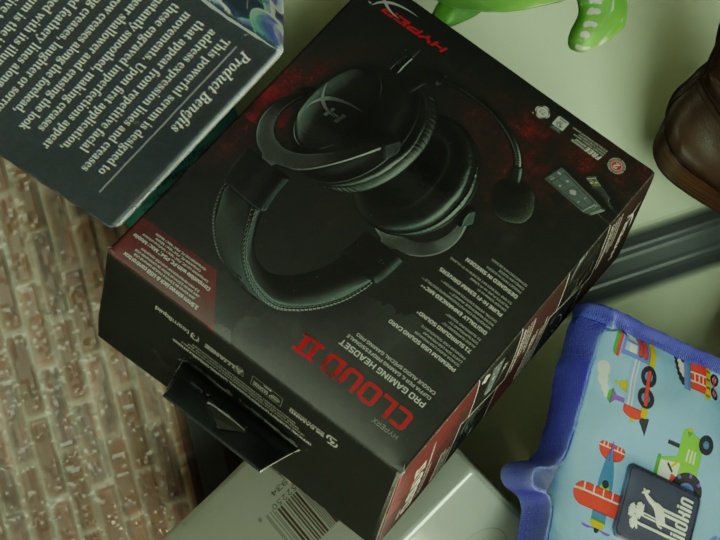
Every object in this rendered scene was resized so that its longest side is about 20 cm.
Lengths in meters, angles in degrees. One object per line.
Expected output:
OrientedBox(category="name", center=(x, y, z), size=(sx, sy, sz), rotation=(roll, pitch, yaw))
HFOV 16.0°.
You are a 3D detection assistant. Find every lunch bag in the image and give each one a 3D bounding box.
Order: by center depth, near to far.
OrientedBox(category="lunch bag", center=(0.126, 0.112, 1.099), size=(0.200, 0.094, 0.151), rotation=(27, 72, -42))

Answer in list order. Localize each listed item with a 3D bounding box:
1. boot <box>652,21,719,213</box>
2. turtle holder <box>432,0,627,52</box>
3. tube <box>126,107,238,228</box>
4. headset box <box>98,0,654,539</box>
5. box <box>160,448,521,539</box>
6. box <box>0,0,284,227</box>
OrientedBox(category="boot", center=(0.221, -0.057, 1.076), size=(0.186, 0.200, 0.064), rotation=(24, 67, 3))
OrientedBox(category="turtle holder", center=(0.098, -0.184, 1.054), size=(0.185, 0.141, 0.132), rotation=(-23, 114, -10))
OrientedBox(category="tube", center=(-0.065, -0.018, 1.109), size=(0.077, 0.050, 0.201), rotation=(-31, 112, -17))
OrientedBox(category="headset box", center=(0.000, 0.000, 1.040), size=(0.149, 0.077, 0.200), rotation=(37, 61, 12))
OrientedBox(category="box", center=(0.026, 0.149, 1.141), size=(0.124, 0.097, 0.200), rotation=(-44, 136, -1))
OrientedBox(category="box", center=(-0.134, -0.140, 0.957), size=(0.200, 0.149, 0.107), rotation=(34, 120, -24))
